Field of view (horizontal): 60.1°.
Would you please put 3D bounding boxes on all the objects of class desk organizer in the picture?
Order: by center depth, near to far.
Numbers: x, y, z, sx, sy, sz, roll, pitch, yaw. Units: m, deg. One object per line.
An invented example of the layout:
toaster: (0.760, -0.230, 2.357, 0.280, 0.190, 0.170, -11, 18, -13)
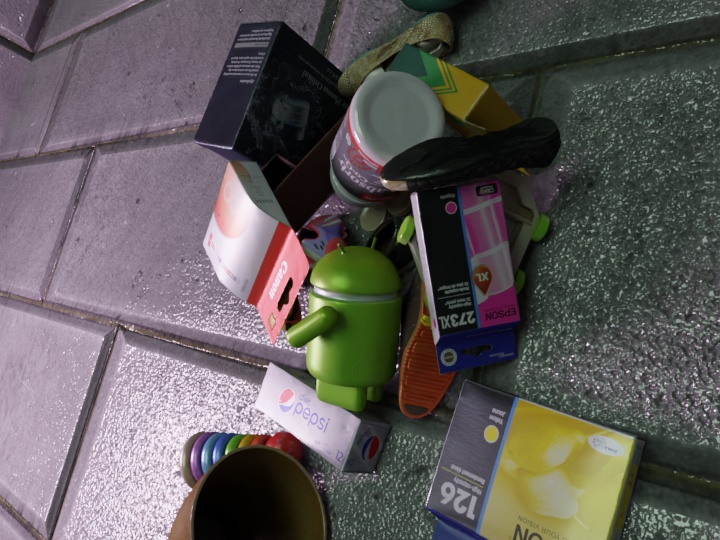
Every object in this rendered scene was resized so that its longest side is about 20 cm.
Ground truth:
desk organizer: (-0.068, -0.160, 0.915, 0.200, 0.077, 0.071, -48, 45, -6)

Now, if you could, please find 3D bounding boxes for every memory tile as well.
memory tile: (0.043, -0.163, 0.920, 0.152, 0.017, 0.203, -33, 54, 29)

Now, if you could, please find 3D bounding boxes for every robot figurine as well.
robot figurine: (-0.008, 0.063, 0.763, 0.114, 0.174, 0.204, 10, 102, 32)

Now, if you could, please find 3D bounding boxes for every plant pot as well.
plant pot: (-0.174, 0.349, 0.808, 0.199, 0.184, 0.189, -37, 50, 41)

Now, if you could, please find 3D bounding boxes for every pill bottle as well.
pill bottle: (0.024, -0.153, 0.787, 0.200, 0.114, 0.118, 138, 144, -74)

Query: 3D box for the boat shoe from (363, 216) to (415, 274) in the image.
boat shoe: (0.000, 0.000, 0.857, 0.199, 0.067, 0.073, -41, 53, 25)

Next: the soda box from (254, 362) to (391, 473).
soda box: (-0.055, 0.192, 0.828, 0.198, 0.063, 0.069, 20, 88, 45)

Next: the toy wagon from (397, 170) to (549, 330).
toy wagon: (0.119, -0.026, 0.712, 0.040, 0.153, 0.203, -157, 91, -84)

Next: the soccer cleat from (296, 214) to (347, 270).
soccer cleat: (-0.061, -0.047, 0.886, 0.067, 0.076, 0.200, -54, 20, 12)

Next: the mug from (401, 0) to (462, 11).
mug: (0.124, -0.457, 0.890, 0.182, 0.115, 0.154, -21, 45, 20)

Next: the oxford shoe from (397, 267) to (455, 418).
oxford shoe: (0.081, 0.077, 0.765, 0.073, 0.070, 0.204, 177, 110, -70)

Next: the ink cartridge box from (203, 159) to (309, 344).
ink cartridge box: (-0.150, -0.023, 0.850, 0.202, 0.049, 0.163, 61, 138, 33)

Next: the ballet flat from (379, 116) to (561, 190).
ballet flat: (0.118, -0.112, 0.662, 0.196, 0.057, 0.067, -12, 47, 2)

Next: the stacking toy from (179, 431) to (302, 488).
stacking toy: (-0.166, 0.265, 0.895, 0.197, 0.085, 0.087, -17, 61, 30)

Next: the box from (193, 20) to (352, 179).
box: (-0.123, -0.245, 0.978, 0.116, 0.195, 0.203, 18, 85, 43)

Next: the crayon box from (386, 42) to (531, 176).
crayon box: (0.133, -0.202, 0.778, 0.051, 0.126, 0.200, -53, 48, 10)

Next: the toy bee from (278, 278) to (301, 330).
toy bee: (-0.143, -0.002, 0.960, 0.106, 0.133, 0.202, -2, 42, -4)

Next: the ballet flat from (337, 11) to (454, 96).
ballet flat: (0.053, -0.305, 0.925, 0.198, 0.070, 0.066, -30, 63, 23)

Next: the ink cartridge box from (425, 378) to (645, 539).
ink cartridge box: (0.161, 0.235, 0.629, 0.196, 0.047, 0.203, 12, 79, 43)

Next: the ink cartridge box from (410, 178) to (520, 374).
ink cartridge box: (0.117, 0.008, 0.677, 0.037, 0.093, 0.204, -149, 49, -82)
